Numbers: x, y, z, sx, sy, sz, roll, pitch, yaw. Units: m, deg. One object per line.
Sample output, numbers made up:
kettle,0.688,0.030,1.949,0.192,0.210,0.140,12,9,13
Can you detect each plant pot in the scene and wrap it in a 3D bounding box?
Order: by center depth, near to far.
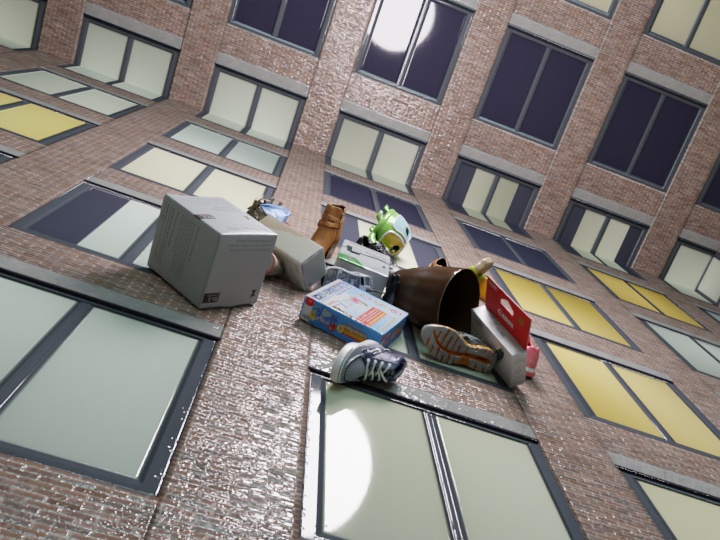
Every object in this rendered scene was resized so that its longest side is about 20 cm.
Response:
plant pot,0.163,0.067,1.740,0.198,0.191,0.185,15,10,38

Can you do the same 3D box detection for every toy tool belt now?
toy tool belt,-0.247,-0.150,1.958,0.124,0.125,0.199,28,18,23

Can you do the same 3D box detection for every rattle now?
rattle,0.403,0.040,2.267,0.142,0.131,0.200,36,-7,14

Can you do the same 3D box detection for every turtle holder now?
turtle holder,0.089,-0.114,2.238,0.131,0.142,0.186,39,8,2

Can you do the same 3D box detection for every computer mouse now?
computer mouse,-0.006,0.039,1.738,0.196,0.112,0.044,16,-2,12

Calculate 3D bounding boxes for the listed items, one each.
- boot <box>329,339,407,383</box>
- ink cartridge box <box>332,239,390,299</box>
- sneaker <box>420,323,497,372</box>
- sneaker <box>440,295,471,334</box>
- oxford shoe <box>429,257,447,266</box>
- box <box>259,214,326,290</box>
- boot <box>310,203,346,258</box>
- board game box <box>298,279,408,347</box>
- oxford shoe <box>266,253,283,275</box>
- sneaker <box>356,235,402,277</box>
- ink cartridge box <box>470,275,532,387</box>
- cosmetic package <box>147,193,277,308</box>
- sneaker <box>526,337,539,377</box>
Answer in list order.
boot,0.020,0.181,1.343,0.089,0.074,0.199,21,15,21
ink cartridge box,0.000,0.000,1.865,0.144,0.084,0.200,21,16,-2
sneaker,0.219,0.172,1.623,0.198,0.079,0.077,27,14,-21
sneaker,0.255,0.110,1.850,0.199,0.085,0.120,39,22,22
oxford shoe,0.256,-0.010,2.235,0.070,0.073,0.200,19,15,1
box,-0.181,-0.046,1.732,0.199,0.096,0.077,33,54,31
boot,-0.101,-0.104,1.936,0.076,0.158,0.199,27,18,22
board game box,-0.011,0.102,1.585,0.193,0.057,0.200,26,17,15
oxford shoe,-0.273,-0.033,1.703,0.198,0.072,0.074,29,-7,26
sneaker,0.055,-0.031,2.015,0.198,0.092,0.075,30,26,26
ink cartridge box,0.321,0.139,1.637,0.044,0.179,0.201,-13,33,-16
cosmetic package,-0.311,-0.043,1.473,0.198,0.168,0.163,31,21,32
sneaker,0.394,0.185,1.764,0.072,0.088,0.200,14,18,-23
